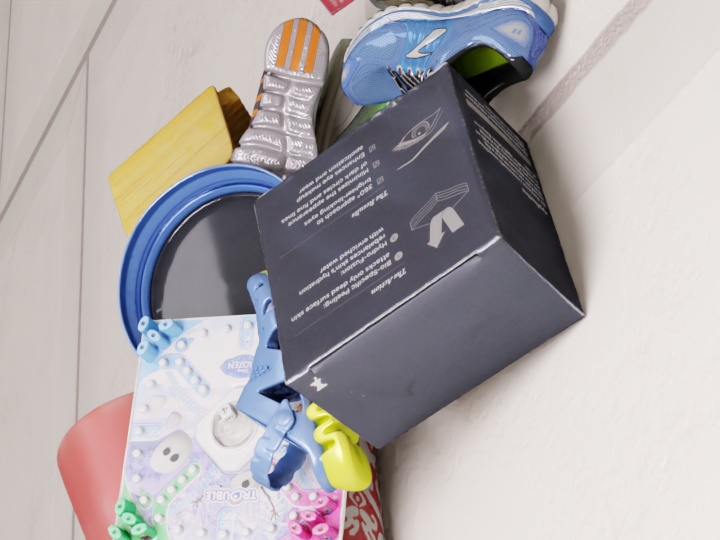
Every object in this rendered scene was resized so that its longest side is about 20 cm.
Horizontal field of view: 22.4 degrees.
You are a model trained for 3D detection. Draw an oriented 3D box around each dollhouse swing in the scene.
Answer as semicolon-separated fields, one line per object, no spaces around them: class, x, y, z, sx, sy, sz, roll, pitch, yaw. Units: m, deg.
dollhouse swing;-0.126;-0.035;1.710;0.182;0.176;0.200;-41;-13;-3

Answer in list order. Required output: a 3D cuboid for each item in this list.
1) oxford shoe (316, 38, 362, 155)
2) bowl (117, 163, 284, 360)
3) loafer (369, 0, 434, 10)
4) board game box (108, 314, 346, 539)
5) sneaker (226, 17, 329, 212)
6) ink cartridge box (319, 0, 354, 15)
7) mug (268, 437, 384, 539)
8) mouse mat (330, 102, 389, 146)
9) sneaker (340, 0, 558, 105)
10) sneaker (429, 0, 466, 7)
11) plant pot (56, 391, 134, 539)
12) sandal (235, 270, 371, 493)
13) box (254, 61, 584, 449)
oxford shoe;-0.022;-0.116;1.706;0.075;0.057;0.202;-162;90;-77
bowl;-0.113;0.010;1.559;0.199;0.039;0.203;-5;75;20
loafer;0.032;-0.270;1.633;0.076;0.069;0.200;-65;23;-5
board game box;-0.103;0.126;1.469;0.198;0.026;0.202;-4;65;20
sneaker;-0.068;-0.126;1.650;0.112;0.077;0.202;-94;21;-89
ink cartridge box;0.022;-0.338;1.581;0.199;0.083;0.146;-33;40;14
mug;-0.058;0.183;1.517;0.133;0.176;0.201;-44;35;41
mouse mat;0.043;-0.150;1.545;0.201;0.008;0.161;-53;23;-5
sneaker;0.060;-0.163;1.439;0.199;0.079;0.090;-13;47;39
sneaker;0.077;-0.242;1.479;0.199;0.076;0.092;-11;77;44
plant pot;-0.184;0.237;1.770;0.201;0.199;0.178;-56;40;41
sandal;-0.061;0.090;1.410;0.086;0.080;0.201;-23;59;9
box;0.038;-0.011;1.360;0.196;0.117;0.201;-34;41;20
